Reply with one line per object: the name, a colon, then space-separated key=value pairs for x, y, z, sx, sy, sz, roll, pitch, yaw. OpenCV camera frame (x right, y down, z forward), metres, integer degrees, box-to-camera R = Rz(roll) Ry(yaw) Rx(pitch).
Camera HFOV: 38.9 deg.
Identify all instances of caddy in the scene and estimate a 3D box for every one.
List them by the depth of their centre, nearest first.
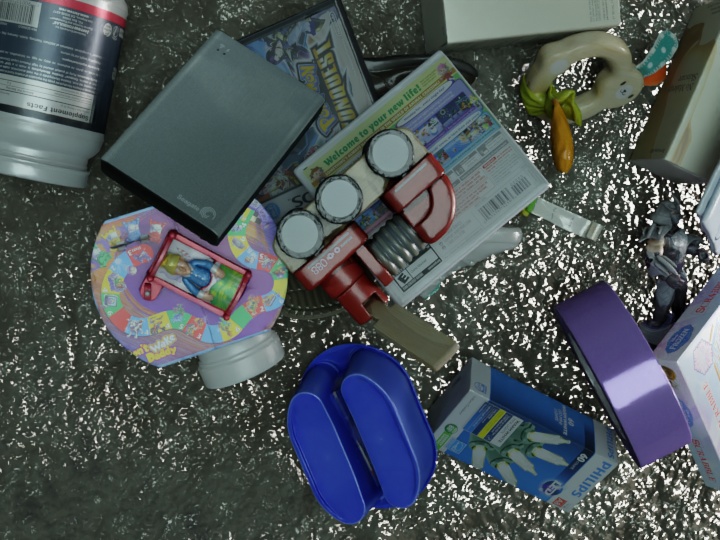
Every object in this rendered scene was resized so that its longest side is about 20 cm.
caddy: x=0.004 y=0.183 z=1.149 sx=0.140 sy=0.105 sz=0.202 roll=-20 pitch=97 yaw=16

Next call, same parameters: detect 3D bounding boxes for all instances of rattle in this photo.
rattle: x=0.289 y=-0.190 z=1.134 sx=0.198 sy=0.143 sz=0.131 roll=-1 pitch=126 yaw=-21

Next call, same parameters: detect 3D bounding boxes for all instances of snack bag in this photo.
snack bag: x=0.433 y=-0.122 z=1.163 sx=0.021 sy=0.200 sz=0.190 roll=24 pitch=91 yaw=25

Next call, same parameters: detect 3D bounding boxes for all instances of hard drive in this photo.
hard drive: x=-0.146 y=-0.136 z=1.027 sx=0.139 sy=0.033 sz=0.201 roll=32 pitch=62 yaw=3

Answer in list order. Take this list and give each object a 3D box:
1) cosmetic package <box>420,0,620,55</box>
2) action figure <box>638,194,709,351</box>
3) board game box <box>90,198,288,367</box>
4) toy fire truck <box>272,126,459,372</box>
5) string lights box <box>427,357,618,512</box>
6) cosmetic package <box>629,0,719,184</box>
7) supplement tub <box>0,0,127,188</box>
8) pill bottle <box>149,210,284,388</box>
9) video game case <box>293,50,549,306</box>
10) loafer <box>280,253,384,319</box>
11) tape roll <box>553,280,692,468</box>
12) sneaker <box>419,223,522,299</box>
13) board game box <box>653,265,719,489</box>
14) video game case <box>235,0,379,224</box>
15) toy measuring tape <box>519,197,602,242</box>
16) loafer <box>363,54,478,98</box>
cosmetic package: x=0.174 y=-0.290 z=1.129 sx=0.198 sy=0.104 sz=0.074 roll=-7 pitch=96 yaw=-10
action figure: x=0.368 y=0.008 z=1.198 sx=0.130 sy=0.069 sz=0.202 roll=-22 pitch=113 yaw=-42
board game box: x=-0.168 y=0.008 z=1.015 sx=0.198 sy=0.039 sz=0.160 roll=-17 pitch=99 yaw=-6
toy fire truck: x=0.034 y=-0.015 z=0.985 sx=0.176 sy=0.129 sz=0.200 roll=-41 pitch=96 yaw=0
string lights box: x=0.186 y=0.192 z=1.181 sx=0.199 sy=0.059 sz=0.103 roll=27 pitch=125 yaw=-10
cosmetic package: x=0.397 y=-0.204 z=1.176 sx=0.071 sy=0.105 sz=0.202 roll=23 pitch=90 yaw=-9
supplement tub: x=-0.322 y=-0.195 z=1.036 sx=0.139 sy=0.140 sz=0.202 roll=12 pitch=94 yaw=-10
pill bottle: x=-0.160 y=0.016 z=1.098 sx=0.115 sy=0.116 sz=0.202 roll=-22 pitch=100 yaw=-7
video game case: x=0.062 y=-0.094 z=1.051 sx=0.199 sy=0.022 sz=0.183 roll=-39 pitch=84 yaw=1
loafer: x=0.000 y=0.000 z=1.094 sx=0.198 sy=0.068 sz=0.076 roll=-21 pitch=81 yaw=4
tape roll: x=0.290 y=0.115 z=1.136 sx=0.065 sy=0.200 sz=0.201 roll=-28 pitch=100 yaw=6
sneaker: x=0.086 y=-0.012 z=1.163 sx=0.198 sy=0.075 sz=0.090 roll=-5 pitch=100 yaw=1
board game box: x=0.433 y=0.115 z=1.186 sx=0.199 sy=0.041 sz=0.201 roll=-43 pitch=116 yaw=-28
video game case: x=-0.068 y=-0.165 z=1.103 sx=0.179 sy=0.026 sz=0.202 roll=-19 pitch=100 yaw=18
toy measuring tape: x=0.200 y=-0.081 z=1.171 sx=0.198 sy=0.074 sz=0.074 roll=25 pitch=91 yaw=-11
loafer: x=0.032 y=-0.202 z=1.135 sx=0.198 sy=0.073 sz=0.072 roll=-1 pitch=99 yaw=0
